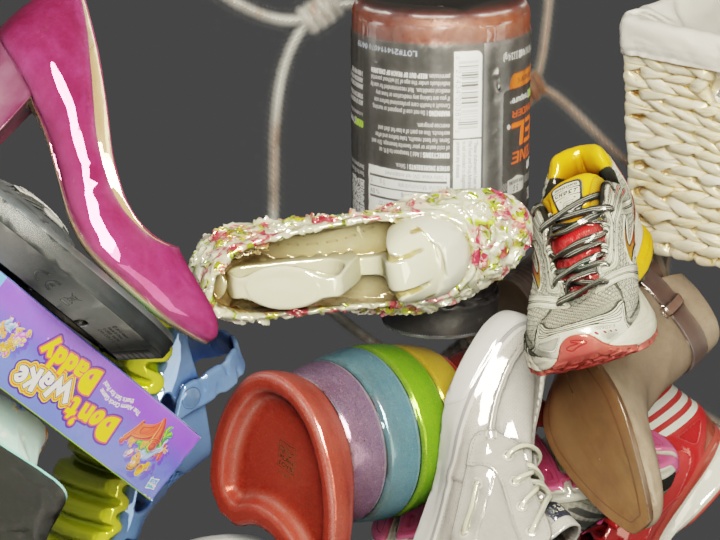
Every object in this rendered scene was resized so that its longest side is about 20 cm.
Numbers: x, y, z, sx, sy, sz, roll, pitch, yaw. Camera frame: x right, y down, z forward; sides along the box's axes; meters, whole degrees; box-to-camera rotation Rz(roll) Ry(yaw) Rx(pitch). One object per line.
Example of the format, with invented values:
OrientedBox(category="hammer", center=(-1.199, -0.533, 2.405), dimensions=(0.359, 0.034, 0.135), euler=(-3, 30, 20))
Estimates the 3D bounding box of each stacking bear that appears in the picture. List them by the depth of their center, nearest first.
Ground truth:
OrientedBox(category="stacking bear", center=(0.026, 0.097, 1.326), dimensions=(0.200, 0.121, 0.114), euler=(-12, 118, -38))

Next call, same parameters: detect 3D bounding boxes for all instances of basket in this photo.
OrientedBox(category="basket", center=(0.290, -0.092, 1.346), dimensions=(0.200, 0.198, 0.161), euler=(-22, 119, -41))

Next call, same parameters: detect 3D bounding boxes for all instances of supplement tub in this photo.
OrientedBox(category="supplement tub", center=(0.047, -0.064, 1.283), dimensions=(0.107, 0.107, 0.200), euler=(-10, 111, -28))

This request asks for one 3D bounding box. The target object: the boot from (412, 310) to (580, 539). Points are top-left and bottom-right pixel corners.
OrientedBox(category="boot", center=(0.093, 0.129, 1.259), dimensions=(0.073, 0.095, 0.200), euler=(14, 91, -49))

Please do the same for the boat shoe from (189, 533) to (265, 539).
OrientedBox(category="boat shoe", center=(-0.125, 0.219, 1.291), dimensions=(0.200, 0.067, 0.074), euler=(-21, 115, -24))

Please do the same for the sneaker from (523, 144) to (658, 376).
OrientedBox(category="sneaker", center=(0.123, -0.006, 1.252), dimensions=(0.078, 0.200, 0.082), euler=(-15, 115, 13))

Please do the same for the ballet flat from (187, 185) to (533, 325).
OrientedBox(category="ballet flat", center=(0.000, 0.000, 1.214), dimensions=(0.200, 0.064, 0.076), euler=(-10, 106, 2))

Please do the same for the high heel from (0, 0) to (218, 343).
OrientedBox(category="high heel", center=(-0.126, -0.057, 1.173), dimensions=(0.096, 0.067, 0.200), euler=(-43, 87, -4))

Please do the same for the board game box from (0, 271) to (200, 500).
OrientedBox(category="board game box", center=(-0.185, 0.032, 1.125), dimensions=(0.045, 0.134, 0.200), euler=(-52, 140, -7))

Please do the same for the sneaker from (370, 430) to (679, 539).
OrientedBox(category="sneaker", center=(0.111, 0.162, 1.390), dimensions=(0.200, 0.074, 0.088), euler=(-20, 119, 0))

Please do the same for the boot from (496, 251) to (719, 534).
OrientedBox(category="boot", center=(0.172, 0.057, 1.362), dimensions=(0.146, 0.070, 0.200), euler=(-13, 70, -42))

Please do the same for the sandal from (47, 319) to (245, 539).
OrientedBox(category="sandal", center=(-0.121, 0.101, 1.254), dimensions=(0.087, 0.079, 0.200), euler=(14, 99, -37))

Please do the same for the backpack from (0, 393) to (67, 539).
OrientedBox(category="backpack", center=(-0.267, 0.122, 1.108), dimensions=(0.176, 0.153, 0.200), euler=(36, 127, -25))

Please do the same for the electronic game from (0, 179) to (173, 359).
OrientedBox(category="electronic game", center=(-0.176, -0.020, 1.105), dimensions=(0.042, 0.200, 0.200), euler=(-52, 123, -8))

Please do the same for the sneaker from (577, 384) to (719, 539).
OrientedBox(category="sneaker", center=(0.158, 0.156, 1.449), dimensions=(0.116, 0.078, 0.200), euler=(45, 68, -24))
